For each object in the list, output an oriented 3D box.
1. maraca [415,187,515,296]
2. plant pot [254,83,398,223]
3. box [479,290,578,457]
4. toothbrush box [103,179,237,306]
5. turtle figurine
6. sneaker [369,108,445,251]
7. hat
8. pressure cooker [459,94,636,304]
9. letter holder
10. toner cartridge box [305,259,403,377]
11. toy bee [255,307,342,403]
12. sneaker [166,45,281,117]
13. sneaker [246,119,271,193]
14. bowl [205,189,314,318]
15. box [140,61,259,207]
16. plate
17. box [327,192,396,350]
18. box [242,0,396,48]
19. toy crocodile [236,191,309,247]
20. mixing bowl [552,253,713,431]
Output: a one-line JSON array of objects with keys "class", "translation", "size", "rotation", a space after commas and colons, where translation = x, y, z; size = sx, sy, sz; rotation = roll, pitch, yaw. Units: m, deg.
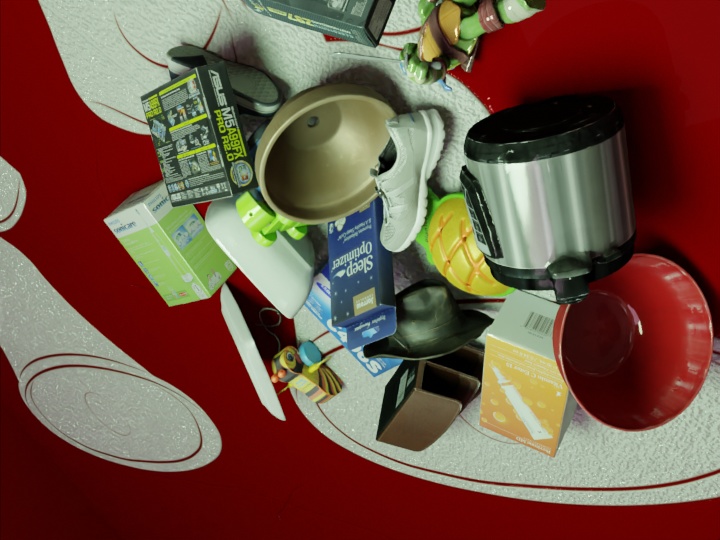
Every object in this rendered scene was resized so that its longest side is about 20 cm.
[{"class": "maraca", "translation": [0.134, -0.039, 1.057], "size": [0.198, 0.106, 0.140], "rotation": [26, 132, 47]}, {"class": "plant pot", "translation": [-0.048, -0.165, 1.053], "size": [0.204, 0.196, 0.094], "rotation": [94, 155, -47]}, {"class": "box", "translation": [0.243, 0.146, 1.150], "size": [0.122, 0.098, 0.203], "rotation": [20, 138, 23]}, {"class": "toothbrush box", "translation": [-0.335, -0.047, 1.449], "size": [0.144, 0.086, 0.202], "rotation": [-12, 120, 46]}, {"class": "turtle figurine", "translation": [0.076, -0.271, 0.833], "size": [0.192, 0.146, 0.200], "rotation": [-24, 122, 41]}, {"class": "sneaker", "translation": [0.044, -0.115, 1.048], "size": [0.080, 0.075, 0.204], "rotation": [-1, 126, -17]}, {"class": "hat", "translation": [0.089, 0.058, 1.151], "size": [0.198, 0.199, 0.083], "rotation": [-7, 102, 43]}, {"class": "pressure cooker", "translation": [0.207, -0.068, 0.880], "size": [0.177, 0.174, 0.204], "rotation": [12, 124, 48]}, {"class": "letter holder", "translation": [0.123, 0.202, 1.276], "size": [0.139, 0.102, 0.201], "rotation": [18, 144, -7]}, {"class": "toner cartridge box", "translation": [-0.011, 0.079, 1.339], "size": [0.200, 0.043, 0.095], "rotation": [46, 139, -8]}, {"class": "toy bee", "translation": [-0.121, 0.179, 1.463], "size": [0.197, 0.109, 0.132], "rotation": [28, 123, -4]}, {"class": "sneaker", "translation": [-0.190, -0.216, 1.156], "size": [0.200, 0.076, 0.149], "rotation": [29, 131, 29]}, {"class": "sneaker", "translation": [-0.120, -0.147, 1.145], "size": [0.078, 0.066, 0.200], "rotation": [43, 169, 4]}, {"class": "bowl", "translation": [-0.137, -0.044, 1.232], "size": [0.074, 0.201, 0.200], "rotation": [-39, 106, 11]}, {"class": "box", "translation": [-0.218, -0.174, 1.090], "size": [0.198, 0.044, 0.164], "rotation": [-2, 105, 55]}, {"class": "plate", "translation": [-0.202, 0.151, 1.490], "size": [0.201, 0.032, 0.203], "rotation": [-127, 18, -52]}, {"class": "box", "translation": [0.000, 0.000, 1.150], "size": [0.032, 0.205, 0.120], "rotation": [8, 158, -35]}, {"class": "box", "translation": [-0.019, -0.341, 0.815], "size": [0.155, 0.204, 0.051], "rotation": [21, 178, 21]}, {"class": "toy crocodile", "translation": [-0.101, -0.082, 1.142], "size": [0.067, 0.199, 0.062], "rotation": [-40, 78, 30]}, {"class": "mixing bowl", "translation": [0.307, 0.082, 0.986], "size": [0.200, 0.200, 0.108], "rotation": [45, 172, -9]}]
